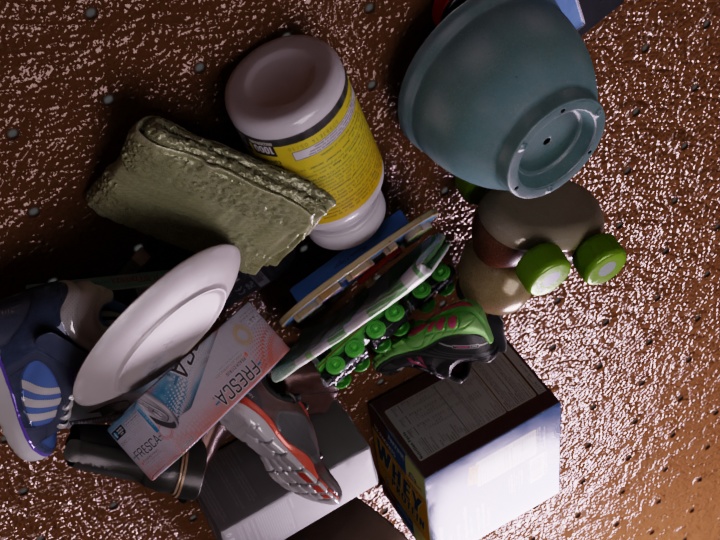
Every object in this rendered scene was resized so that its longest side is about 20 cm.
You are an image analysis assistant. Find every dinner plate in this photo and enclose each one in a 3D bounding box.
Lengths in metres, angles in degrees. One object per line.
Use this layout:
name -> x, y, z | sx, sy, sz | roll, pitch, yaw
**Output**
dinner plate -> -0.177, 0.056, 1.201 | 0.200, 0.024, 0.200 | -42, 168, -11

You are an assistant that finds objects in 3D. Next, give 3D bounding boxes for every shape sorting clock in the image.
shape sorting clock -> 0.000, 0.000, 1.365 | 0.199, 0.039, 0.200 | -35, 173, -5

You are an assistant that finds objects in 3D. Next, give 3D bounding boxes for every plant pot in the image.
plant pot -> 0.154, -0.156, 1.295 | 0.199, 0.135, 0.201 | -26, 146, -19
plant pot -> -0.031, 0.379, 1.676 | 0.175, 0.199, 0.201 | -52, 142, -12

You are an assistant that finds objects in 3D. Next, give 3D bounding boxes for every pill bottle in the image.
pill bottle -> -0.043, -0.112, 1.238 | 0.112, 0.113, 0.201 | -34, 140, -6

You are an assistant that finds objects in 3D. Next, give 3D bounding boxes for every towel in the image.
towel -> 0.002, 0.036, 1.382 | 0.199, 0.024, 0.153 | -35, -175, 18
towel -> -0.135, -0.064, 1.194 | 0.198, 0.037, 0.148 | 20, 144, -24

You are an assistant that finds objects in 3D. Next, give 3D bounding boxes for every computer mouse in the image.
computer mouse -> -0.169, -0.002, 1.303 | 0.199, 0.046, 0.140 | -38, 139, 9

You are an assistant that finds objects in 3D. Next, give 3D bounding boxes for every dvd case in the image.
dvd case -> -0.249, 0.081, 1.294 | 0.144, 0.022, 0.201 | -6, 139, -17

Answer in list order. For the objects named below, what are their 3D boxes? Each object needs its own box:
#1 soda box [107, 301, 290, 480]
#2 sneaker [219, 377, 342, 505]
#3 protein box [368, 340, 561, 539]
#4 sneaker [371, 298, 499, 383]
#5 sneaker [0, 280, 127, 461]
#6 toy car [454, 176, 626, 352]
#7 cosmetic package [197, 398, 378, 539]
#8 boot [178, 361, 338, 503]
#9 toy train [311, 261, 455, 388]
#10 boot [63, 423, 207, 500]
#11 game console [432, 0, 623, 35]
soda box -> -0.153, 0.114, 1.290 | 0.064, 0.068, 0.200 | -42, -178, 39
sneaker -> -0.071, 0.176, 1.429 | 0.201, 0.076, 0.082 | 53, 54, -33
protein box -> 0.135, 0.227, 1.679 | 0.198, 0.135, 0.200 | -26, 139, -15
sneaker -> 0.081, 0.096, 1.497 | 0.077, 0.084, 0.199 | -42, -170, -32
sneaker -> -0.262, 0.092, 1.220 | 0.144, 0.081, 0.202 | -12, 133, -4
toy car -> 0.171, -0.006, 1.479 | 0.156, 0.165, 0.201 | -9, 142, -31
cosmetic package -> -0.090, 0.239, 1.539 | 0.198, 0.107, 0.091 | -25, 139, -14
boot -> -0.112, 0.169, 1.493 | 0.198, 0.064, 0.188 | -8, 130, -38
toy train -> 0.023, 0.052, 1.471 | 0.200, 0.056, 0.042 | -40, 144, -15
boot -> -0.241, 0.176, 1.349 | 0.137, 0.200, 0.079 | 14, 82, -18
game console -> 0.171, -0.267, 1.324 | 0.199, 0.031, 0.177 | -38, 140, -1
